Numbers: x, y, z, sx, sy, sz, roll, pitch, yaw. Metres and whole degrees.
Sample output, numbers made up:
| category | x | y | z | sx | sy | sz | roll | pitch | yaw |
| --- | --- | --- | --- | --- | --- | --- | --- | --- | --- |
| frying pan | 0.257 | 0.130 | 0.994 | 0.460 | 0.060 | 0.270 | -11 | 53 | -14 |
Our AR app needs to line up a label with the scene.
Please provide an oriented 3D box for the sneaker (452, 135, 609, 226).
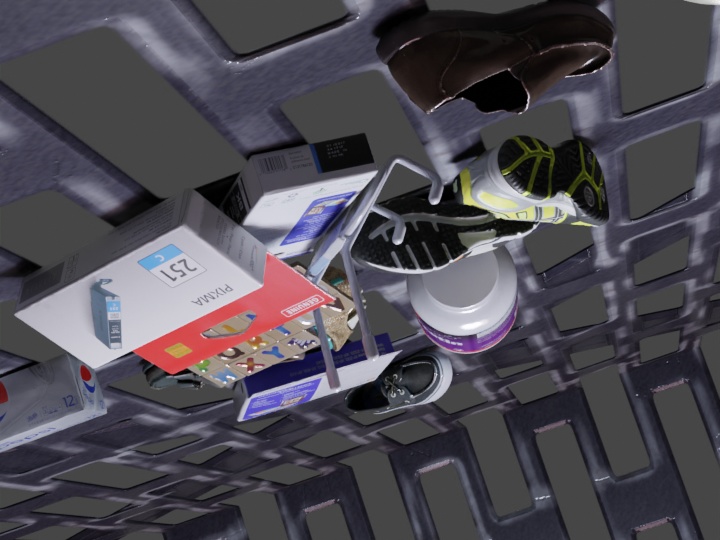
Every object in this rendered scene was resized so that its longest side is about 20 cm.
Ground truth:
| category | x | y | z | sx | sy | sz | roll | pitch | yaw |
| --- | --- | --- | --- | --- | --- | --- | --- | --- | --- |
| sneaker | 0.158 | -0.078 | 1.612 | 0.076 | 0.075 | 0.200 | -18 | 160 | 34 |

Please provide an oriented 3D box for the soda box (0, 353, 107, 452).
| category | x | y | z | sx | sy | sz | roll | pitch | yaw |
| --- | --- | --- | --- | --- | --- | --- | --- | --- | --- |
| soda box | -0.367 | 0.148 | 1.827 | 0.200 | 0.063 | 0.068 | -20 | 169 | 11 |

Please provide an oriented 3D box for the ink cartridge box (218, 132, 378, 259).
| category | x | y | z | sx | sy | sz | roll | pitch | yaw |
| --- | --- | --- | --- | --- | --- | --- | --- | --- | --- |
| ink cartridge box | -0.062 | -0.052 | 1.451 | 0.099 | 0.039 | 0.200 | -14 | 166 | -22 |

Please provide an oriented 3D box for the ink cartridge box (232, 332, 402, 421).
| category | x | y | z | sx | sy | sz | roll | pitch | yaw |
| --- | --- | --- | --- | --- | --- | --- | --- | --- | --- |
| ink cartridge box | -0.059 | 0.130 | 2.259 | 0.198 | 0.043 | 0.200 | -16 | 170 | -13 |

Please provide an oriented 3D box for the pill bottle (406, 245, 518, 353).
| category | x | y | z | sx | sy | sz | roll | pitch | yaw |
| --- | --- | --- | --- | --- | --- | --- | --- | --- | --- |
| pill bottle | 0.105 | 0.018 | 1.839 | 0.112 | 0.113 | 0.200 | -19 | 168 | 2 |

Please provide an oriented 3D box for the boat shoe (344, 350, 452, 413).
| category | x | y | z | sx | sy | sz | roll | pitch | yaw |
| --- | --- | --- | --- | --- | --- | --- | --- | --- | --- |
| boat shoe | 0.053 | 0.167 | 2.542 | 0.057 | 0.069 | 0.200 | -8 | 166 | -40 |

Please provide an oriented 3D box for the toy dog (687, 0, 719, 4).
| category | x | y | z | sx | sy | sz | roll | pitch | yaw |
| --- | --- | --- | --- | --- | --- | --- | --- | --- | --- |
| toy dog | 0.078 | -0.207 | 0.801 | 0.194 | 0.140 | 0.200 | 17 | -168 | 33 |

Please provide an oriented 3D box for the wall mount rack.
| category | x | y | z | sx | sy | sz | roll | pitch | yaw |
| --- | --- | --- | --- | --- | --- | --- | --- | --- | --- |
| wall mount rack | 0.000 | 0.000 | 1.500 | 0.075 | 0.174 | 0.200 | 28 | 158 | -5 |

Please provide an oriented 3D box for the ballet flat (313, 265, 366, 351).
| category | x | y | z | sx | sy | sz | roll | pitch | yaw |
| --- | --- | --- | --- | --- | --- | --- | --- | --- | --- |
| ballet flat | -0.025 | 0.039 | 1.854 | 0.065 | 0.071 | 0.200 | -29 | 171 | -2 |

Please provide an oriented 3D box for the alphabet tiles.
| category | x | y | z | sx | sy | sz | roll | pitch | yaw |
| --- | --- | --- | --- | --- | --- | --- | --- | --- | --- |
| alphabet tiles | -0.111 | 0.050 | 1.750 | 0.200 | 0.008 | 0.167 | -24 | 143 | 27 |

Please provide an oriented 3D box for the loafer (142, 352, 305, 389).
| category | x | y | z | sx | sy | sz | roll | pitch | yaw |
| --- | --- | --- | --- | --- | --- | --- | --- | --- | --- |
| loafer | -0.148 | 0.097 | 1.929 | 0.200 | 0.063 | 0.072 | -24 | 167 | 25 |

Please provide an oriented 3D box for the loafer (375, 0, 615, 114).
| category | x | y | z | sx | sy | sz | roll | pitch | yaw |
| --- | --- | --- | --- | --- | --- | --- | --- | --- | --- |
| loafer | 0.099 | -0.137 | 1.227 | 0.200 | 0.071 | 0.073 | -10 | 166 | -35 |

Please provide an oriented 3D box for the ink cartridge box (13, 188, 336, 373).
| category | x | y | z | sx | sy | sz | roll | pitch | yaw |
| --- | --- | --- | --- | --- | --- | --- | --- | --- | --- |
| ink cartridge box | -0.151 | 0.029 | 1.459 | 0.200 | 0.045 | 0.176 | -25 | 133 | 34 |

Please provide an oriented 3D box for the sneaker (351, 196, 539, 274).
| category | x | y | z | sx | sy | sz | roll | pitch | yaw |
| --- | --- | --- | --- | --- | --- | --- | --- | --- | --- |
| sneaker | 0.073 | -0.031 | 1.664 | 0.200 | 0.074 | 0.080 | -11 | 168 | -29 |
